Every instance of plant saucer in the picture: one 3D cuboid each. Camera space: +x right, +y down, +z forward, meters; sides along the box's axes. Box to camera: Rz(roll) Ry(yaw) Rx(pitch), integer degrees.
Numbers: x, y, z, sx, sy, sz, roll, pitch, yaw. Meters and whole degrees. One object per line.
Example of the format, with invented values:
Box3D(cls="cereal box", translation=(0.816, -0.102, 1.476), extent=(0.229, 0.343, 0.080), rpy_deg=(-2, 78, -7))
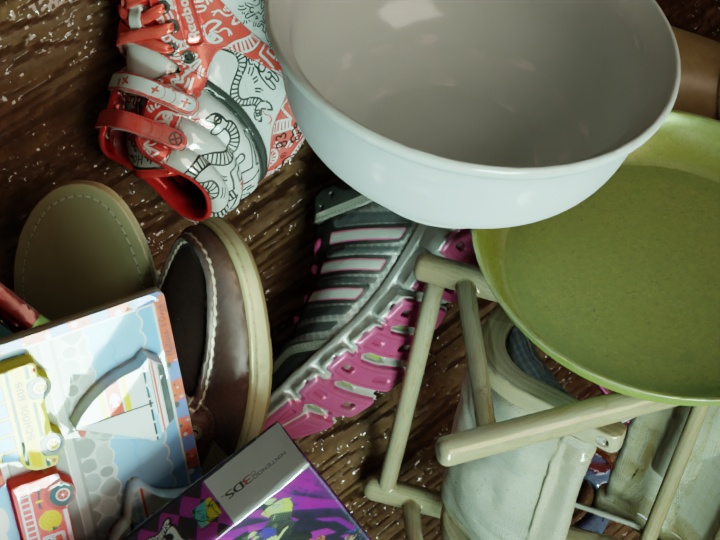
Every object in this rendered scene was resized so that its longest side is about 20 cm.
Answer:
Box3D(cls="plant saucer", translation=(0.151, -0.003, 1.081), extent=(0.200, 0.200, 0.031), rpy_deg=(-29, 146, -31))

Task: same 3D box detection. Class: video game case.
Box3D(cls="video game case", translation=(-0.064, 0.182, 1.017), extent=(0.181, 0.036, 0.200), rpy_deg=(-38, 140, -4))

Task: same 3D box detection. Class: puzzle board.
Box3D(cls="puzzle board", translation=(-0.140, 0.116, 0.969), extent=(0.150, 0.017, 0.201), rpy_deg=(-19, 124, -15))

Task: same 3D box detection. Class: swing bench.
Box3D(cls="swing bench", translation=(0.116, 0.105, 1.135), extent=(0.199, 0.130, 0.199), rpy_deg=(2, 138, -9))

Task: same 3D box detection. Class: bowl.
Box3D(cls="bowl", translation=(0.047, -0.084, 1.057), extent=(0.201, 0.201, 0.091), rpy_deg=(-25, 145, -33))

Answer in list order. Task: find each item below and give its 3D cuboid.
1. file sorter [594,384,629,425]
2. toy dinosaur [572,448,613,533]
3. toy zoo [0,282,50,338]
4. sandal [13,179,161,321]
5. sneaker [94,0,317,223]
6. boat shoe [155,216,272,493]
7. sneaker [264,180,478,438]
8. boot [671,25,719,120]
Box3D(cls="file sorter", translation=(0.221, 0.016, 1.238), extent=(0.139, 0.200, 0.126), rpy_deg=(-46, 108, -21))
Box3D(cls="toy dinosaur", translation=(0.090, 0.181, 1.295), extent=(0.105, 0.200, 0.181), rpy_deg=(46, 40, 3))
Box3D(cls="toy zoo", translation=(-0.222, 0.042, 0.985), extent=(0.200, 0.020, 0.131), rpy_deg=(40, 69, -24))
Box3D(cls="sandal", translation=(-0.116, 0.036, 1.087), extent=(0.070, 0.077, 0.212), rpy_deg=(-57, 145, -55))
Box3D(cls="sneaker", translation=(-0.092, -0.117, 1.051), extent=(0.108, 0.067, 0.202), rpy_deg=(-49, 130, -27))
Box3D(cls="boat shoe", translation=(-0.094, 0.071, 1.013), extent=(0.072, 0.072, 0.201), rpy_deg=(-6, 123, -33))
Box3D(cls="sneaker", translation=(0.000, 0.000, 1.161), extent=(0.200, 0.087, 0.074), rpy_deg=(-51, 152, 9))
Box3D(cls="boot", translation=(0.237, -0.109, 1.239), extent=(0.175, 0.200, 0.066), rpy_deg=(2, 95, -41))
